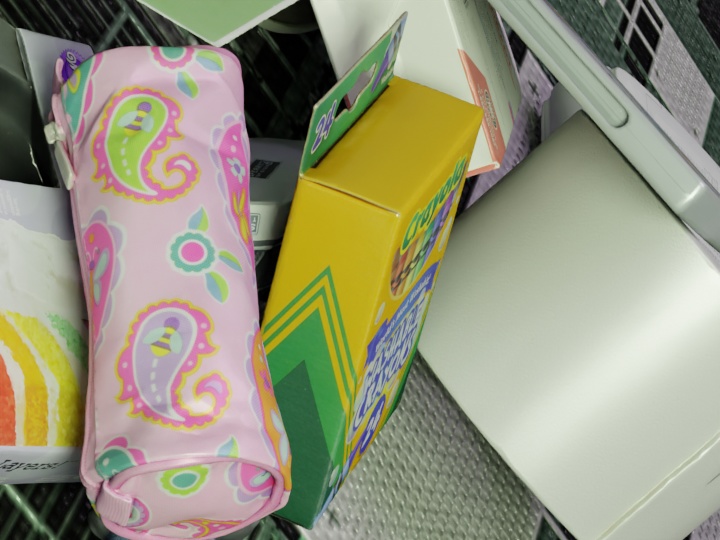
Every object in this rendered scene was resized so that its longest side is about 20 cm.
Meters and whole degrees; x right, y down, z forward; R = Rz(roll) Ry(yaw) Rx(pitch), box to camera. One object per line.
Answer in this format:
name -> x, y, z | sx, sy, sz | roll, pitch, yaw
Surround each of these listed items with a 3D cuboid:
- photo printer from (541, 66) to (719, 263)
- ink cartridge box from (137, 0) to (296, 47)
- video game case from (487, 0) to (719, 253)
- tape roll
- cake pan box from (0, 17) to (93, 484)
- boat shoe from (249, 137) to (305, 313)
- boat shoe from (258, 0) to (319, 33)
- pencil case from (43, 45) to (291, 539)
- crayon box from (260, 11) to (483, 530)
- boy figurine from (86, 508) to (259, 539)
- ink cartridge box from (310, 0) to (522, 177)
photo printer -> 0.177, -0.004, 1.507 | 0.166, 0.069, 0.201 | 40, 39, -39
ink cartridge box -> -0.122, -0.147, 1.047 | 0.199, 0.048, 0.145 | 34, 29, 8
video game case -> 0.116, -0.089, 1.196 | 0.183, 0.022, 0.200 | 50, 7, 14
tape roll -> 0.127, 0.037, 1.248 | 0.203, 0.139, 0.203 | 48, 6, -7
cake pan box -> -0.158, -0.013, 0.984 | 0.184, 0.052, 0.201 | 11, 59, -58
boat shoe -> -0.040, -0.019, 1.171 | 0.200, 0.071, 0.068 | -50, 147, -73
boat shoe -> -0.053, -0.175, 1.265 | 0.201, 0.060, 0.073 | 16, 55, -54
pencil case -> -0.078, 0.005, 0.974 | 0.087, 0.087, 0.201 | 25, 48, -49
crayon box -> 0.000, 0.000, 1.102 | 0.051, 0.201, 0.126 | 21, 30, 11
boy figurine -> -0.068, 0.184, 0.974 | 0.124, 0.064, 0.201 | 32, 40, -49
ink cartridge box -> 0.032, -0.120, 1.252 | 0.200, 0.067, 0.117 | -63, 136, -73
